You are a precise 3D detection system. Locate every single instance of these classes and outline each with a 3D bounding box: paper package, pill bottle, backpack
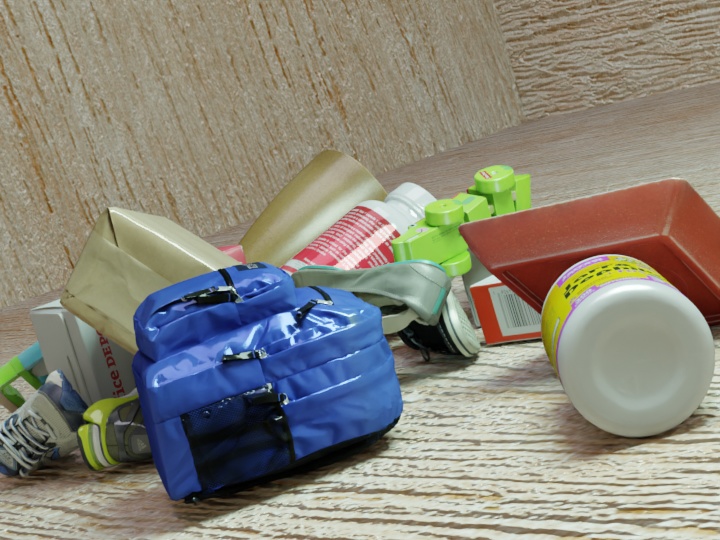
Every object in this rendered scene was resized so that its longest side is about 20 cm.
[{"bbox_3d":[-0.152,0.033,1.405,0.104,0.190,0.200,-58,-6,3],"label":"paper package"},{"bbox_3d":[0.000,0.000,1.623,0.200,0.113,0.112,-40,16,-21],"label":"pill bottle"},{"bbox_3d":[-0.072,0.078,1.214,0.199,0.169,0.162,-14,13,-11],"label":"backpack"},{"bbox_3d":[0.182,0.046,1.107,0.104,0.105,0.200,-16,7,3],"label":"pill bottle"}]

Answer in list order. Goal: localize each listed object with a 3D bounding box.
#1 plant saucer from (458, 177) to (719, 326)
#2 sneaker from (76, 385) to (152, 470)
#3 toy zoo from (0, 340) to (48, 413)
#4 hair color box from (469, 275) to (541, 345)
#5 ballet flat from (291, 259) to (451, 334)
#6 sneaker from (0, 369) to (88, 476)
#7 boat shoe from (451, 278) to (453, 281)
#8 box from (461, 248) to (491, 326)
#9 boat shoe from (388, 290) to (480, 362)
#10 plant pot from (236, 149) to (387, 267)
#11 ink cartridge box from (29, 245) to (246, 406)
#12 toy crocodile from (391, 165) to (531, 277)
[{"bbox_3d":[0.209,0.005,1.253,0.199,0.037,0.199,-12,-33,34],"label":"plant saucer"},{"bbox_3d":[-0.176,0.133,1.456,0.080,0.074,0.200,-1,19,27],"label":"sneaker"},{"bbox_3d":[-0.310,0.091,1.727,0.199,0.020,0.131,-36,-23,-6],"label":"toy zoo"},{"bbox_3d":[0.211,0.007,1.489,0.111,0.064,0.199,-11,11,46],"label":"hair color box"},{"bbox_3d":[-0.001,0.028,1.430,0.199,0.064,0.067,-4,-27,47],"label":"ballet flat"},{"bbox_3d":[-0.306,0.158,1.477,0.085,0.077,0.200,-37,-2,-28],"label":"sneaker"},{"bbox_3d":[0.038,0.027,1.765,0.071,0.070,0.201,-35,-3,34],"label":"boat shoe"},{"bbox_3d":[0.148,-0.011,1.651,0.077,0.096,0.200,-14,9,7],"label":"box"},{"bbox_3d":[0.064,0.047,1.479,0.062,0.075,0.200,-30,16,-5],"label":"boat shoe"},{"bbox_3d":[-0.073,-0.029,2.036,0.200,0.187,0.186,-35,15,-26],"label":"plant pot"},{"bbox_3d":[-0.214,0.075,1.612,0.199,0.146,0.144,-20,8,-30],"label":"ink cartridge box"},{"bbox_3d":[0.100,-0.049,1.508,0.200,0.068,0.062,-33,29,-35],"label":"toy crocodile"}]
